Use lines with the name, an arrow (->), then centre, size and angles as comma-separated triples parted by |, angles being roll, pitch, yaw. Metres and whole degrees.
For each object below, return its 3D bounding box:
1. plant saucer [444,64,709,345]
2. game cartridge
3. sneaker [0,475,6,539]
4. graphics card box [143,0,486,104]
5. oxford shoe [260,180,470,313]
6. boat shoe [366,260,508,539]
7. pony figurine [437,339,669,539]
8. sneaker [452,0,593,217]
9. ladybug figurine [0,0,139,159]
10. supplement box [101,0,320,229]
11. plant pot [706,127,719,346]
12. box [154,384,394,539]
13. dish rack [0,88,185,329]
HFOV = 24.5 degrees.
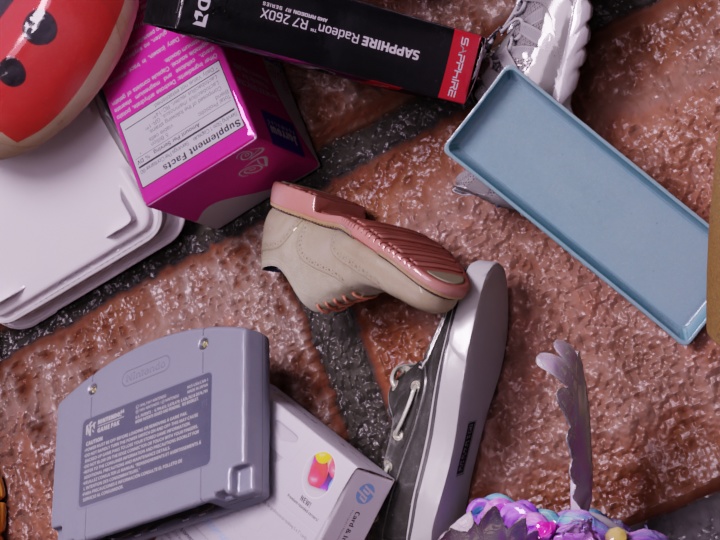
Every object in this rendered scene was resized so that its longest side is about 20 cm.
plant saucer -> 0.150, -0.041, 1.046 | 0.199, 0.019, 0.070 | 39, 100, -1
game cartridge -> -0.139, 0.115, 1.156 | 0.199, 0.041, 0.134 | -22, 54, 36
sneaker -> -0.301, 0.235, 1.227 | 0.078, 0.077, 0.202 | -20, 76, 20
graphics card box -> -0.033, -0.156, 1.074 | 0.125, 0.198, 0.051 | -149, 74, -70
oxford shoe -> 0.000, 0.000, 1.110 | 0.200, 0.070, 0.075 | 29, 103, 53
boat shoe -> 0.047, 0.088, 1.088 | 0.063, 0.071, 0.202 | 14, 90, 25
pony figurine -> 0.132, 0.168, 0.984 | 0.199, 0.194, 0.167 | 26, 60, 27
sneaker -> 0.105, -0.136, 1.080 | 0.081, 0.075, 0.202 | 8, 85, 2
ladybug figurine -> -0.235, -0.167, 1.144 | 0.136, 0.072, 0.200 | 44, 100, 23
supplement box -> -0.123, -0.145, 1.187 | 0.103, 0.101, 0.202 | -28, 72, 19
plant pot -> 0.277, -0.040, 0.953 | 0.185, 0.186, 0.202 | 26, 106, 26
box -> -0.077, 0.191, 1.117 | 0.156, 0.041, 0.201 | 31, 97, 50
dish rack -> -0.243, -0.059, 1.224 | 0.199, 0.044, 0.173 | -29, 93, 23
